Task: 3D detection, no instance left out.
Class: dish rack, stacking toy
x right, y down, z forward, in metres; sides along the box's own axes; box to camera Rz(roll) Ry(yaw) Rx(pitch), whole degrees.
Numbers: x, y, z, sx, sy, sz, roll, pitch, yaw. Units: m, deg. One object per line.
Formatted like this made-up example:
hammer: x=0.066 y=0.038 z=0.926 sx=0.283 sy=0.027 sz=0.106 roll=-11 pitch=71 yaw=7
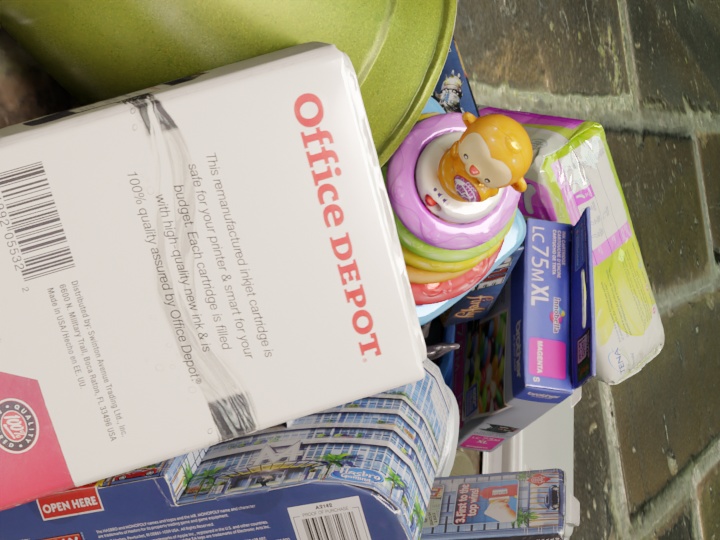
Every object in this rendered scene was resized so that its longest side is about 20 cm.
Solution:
dish rack: x=0.162 y=0.150 z=1.165 sx=0.172 sy=0.043 sz=0.201 roll=39 pitch=51 yaw=-54
stacking toy: x=0.046 y=-0.043 z=0.662 sx=0.116 sy=0.110 sz=0.200 roll=53 pitch=-13 yaw=-2

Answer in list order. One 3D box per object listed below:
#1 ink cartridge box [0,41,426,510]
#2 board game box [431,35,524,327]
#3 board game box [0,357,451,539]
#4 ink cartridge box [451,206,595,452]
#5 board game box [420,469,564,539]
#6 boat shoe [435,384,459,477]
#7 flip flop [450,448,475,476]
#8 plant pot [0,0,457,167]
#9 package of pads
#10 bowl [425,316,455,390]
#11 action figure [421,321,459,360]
ink cartridge box: x=-0.088 y=-0.002 z=0.544 sx=0.084 sy=0.199 sz=0.145 roll=-131 pitch=-155 yaw=-75
board game box: x=0.052 y=-0.078 z=0.856 sx=0.136 sy=0.034 sz=0.201 roll=103 pitch=-27 yaw=-70
board game box: x=-0.061 y=0.080 z=0.636 sx=0.200 sy=0.199 sz=0.062 roll=-66 pitch=142 yaw=-68
ink cartridge box: x=0.108 y=0.044 z=0.882 sx=0.200 sy=0.042 sz=0.120 roll=127 pitch=-30 yaw=-64
board game box: x=0.001 y=0.196 z=0.704 sx=0.062 sy=0.199 sz=0.201 roll=-68 pitch=164 yaw=-65
boat shoe: x=0.006 y=0.159 z=0.803 sx=0.200 sy=0.072 sz=0.062 roll=-66 pitch=166 yaw=-3
flip flop: x=0.055 y=0.211 z=0.859 sx=0.081 sy=0.057 sz=0.200 roll=60 pitch=34 yaw=-35
plant pot: x=-0.089 y=-0.147 z=0.629 sx=0.193 sy=0.200 sz=0.201 roll=28 pitch=58 yaw=-44
package of pads: x=0.138 y=-0.022 z=0.956 sx=0.068 sy=0.154 sz=0.200 roll=-34 pitch=118 yaw=-22
bowl: x=0.041 y=0.012 z=0.972 sx=0.200 sy=0.039 sz=0.201 roll=26 pitch=60 yaw=-59
action figure: x=0.000 y=0.000 z=0.820 sx=0.102 sy=0.118 sz=0.201 roll=97 pitch=-17 yaw=-78
